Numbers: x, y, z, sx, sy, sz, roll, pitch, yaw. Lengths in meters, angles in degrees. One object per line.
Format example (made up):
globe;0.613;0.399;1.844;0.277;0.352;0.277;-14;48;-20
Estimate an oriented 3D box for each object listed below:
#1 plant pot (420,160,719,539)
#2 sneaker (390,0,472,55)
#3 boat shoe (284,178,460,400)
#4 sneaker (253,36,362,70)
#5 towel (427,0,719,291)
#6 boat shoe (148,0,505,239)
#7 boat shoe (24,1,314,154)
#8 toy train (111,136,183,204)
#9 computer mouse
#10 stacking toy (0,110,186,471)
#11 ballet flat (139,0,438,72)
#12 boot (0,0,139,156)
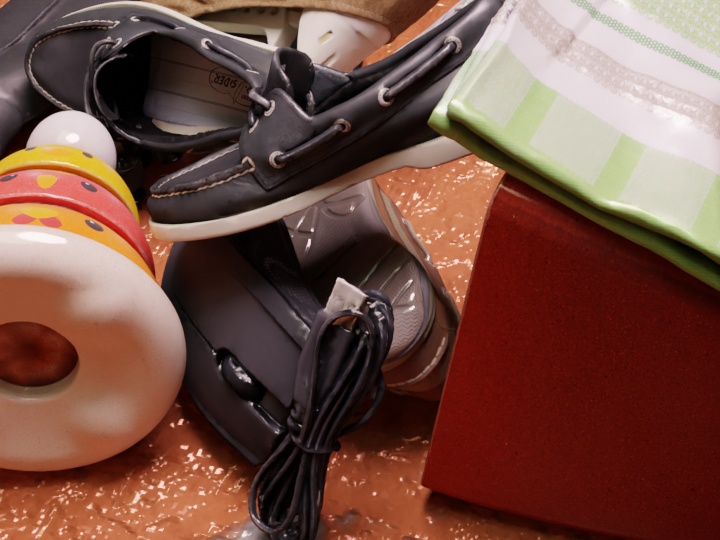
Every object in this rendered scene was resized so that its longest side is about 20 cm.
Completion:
plant pot;0.157;0.011;0.711;0.175;0.201;0.200;25;50;13
sneaker;0.080;-0.151;0.957;0.199;0.087;0.075;-32;50;-23
boat shoe;0.000;0.000;0.818;0.076;0.072;0.200;-38;36;11
sneaker;-0.046;-0.138;0.965;0.089;0.079;0.201;-5;43;7
towel;0.130;-0.090;0.643;0.148;0.031;0.200;28;51;6
boat shoe;-0.015;-0.070;0.712;0.198;0.066;0.075;-16;20;23
boat shoe;-0.116;-0.101;0.871;0.198;0.075;0.066;19;19;25
toy train;-0.153;-0.044;0.907;0.046;0.034;0.200;14;46;25
computer mouse;-0.056;0.027;0.759;0.052;0.139;0.200;7;27;-27
stacking toy;-0.157;-0.014;0.798;0.145;0.147;0.201;-6;40;1
ballet flat;-0.042;-0.138;0.890;0.199;0.068;0.073;4;76;26
boot;-0.241;-0.137;0.992;0.164;0.066;0.200;24;53;18
